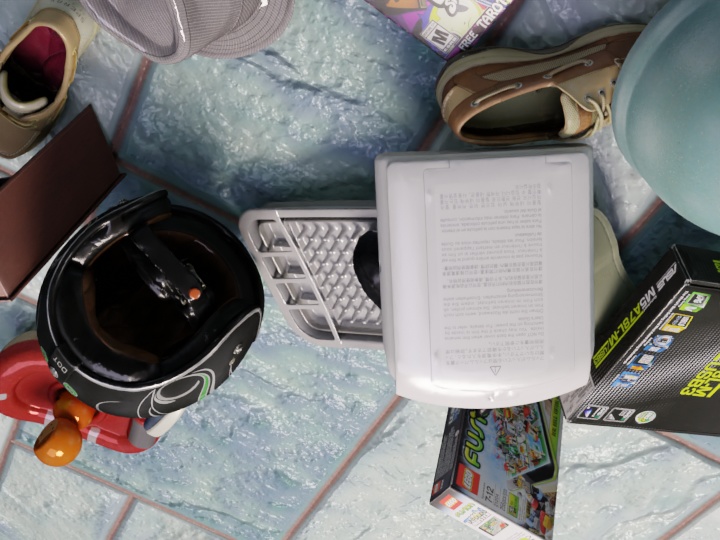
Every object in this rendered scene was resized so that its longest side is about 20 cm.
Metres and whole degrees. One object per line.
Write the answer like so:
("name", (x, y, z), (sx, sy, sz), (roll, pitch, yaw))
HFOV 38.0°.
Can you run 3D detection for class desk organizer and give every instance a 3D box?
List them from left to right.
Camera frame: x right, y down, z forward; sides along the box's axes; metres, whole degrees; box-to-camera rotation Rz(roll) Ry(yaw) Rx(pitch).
("desk organizer", (-0.290, -0.061, 0.900), (0.071, 0.200, 0.077), (-3, 124, 23))

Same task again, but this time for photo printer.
("photo printer", (0.097, 0.007, 0.804), (0.165, 0.069, 0.201), (-4, 101, 0))

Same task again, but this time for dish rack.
("dish rack", (0.000, 0.000, 0.953), (0.199, 0.044, 0.172), (2, 132, 34))

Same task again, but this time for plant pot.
("plant pot", (0.288, -0.094, 0.707), (0.199, 0.135, 0.201), (-7, 134, -8))

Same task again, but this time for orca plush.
("orca plush", (0.056, 0.060, 0.886), (0.105, 0.071, 0.200), (-7, 127, 39))

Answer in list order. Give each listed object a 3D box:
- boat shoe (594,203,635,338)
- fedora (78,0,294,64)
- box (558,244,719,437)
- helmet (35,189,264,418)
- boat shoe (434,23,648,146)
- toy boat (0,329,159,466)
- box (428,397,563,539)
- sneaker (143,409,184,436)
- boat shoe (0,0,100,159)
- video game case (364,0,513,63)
("boat shoe", (0.198, 0.011, 0.923), (0.071, 0.061, 0.202), (-28, 128, -7))
("fedora", (-0.150, -0.224, 0.770), (0.176, 0.090, 0.201), (-3, 127, 34))
("box", (0.300, 0.069, 0.910), (0.192, 0.048, 0.200), (10, 135, -20))
("helmet", (-0.182, 0.033, 0.918), (0.199, 0.201, 0.191), (21, 171, -3))
("boat shoe", (0.157, -0.128, 0.782), (0.199, 0.074, 0.076), (-9, 136, 5))
("toy boat", (-0.317, 0.156, 1.143), (0.199, 0.131, 0.131), (20, 132, -3))
("box", (0.132, 0.154, 0.968), (0.110, 0.200, 0.035), (31, 132, -12))
("sneaker", (-0.195, 0.081, 1.076), (0.084, 0.075, 0.200), (28, 114, -7))
("boat shoe", (-0.287, -0.161, 0.899), (0.074, 0.067, 0.200), (30, 131, -11))
("video game case", (0.056, -0.267, 0.731), (0.181, 0.036, 0.200), (34, 131, -13))
